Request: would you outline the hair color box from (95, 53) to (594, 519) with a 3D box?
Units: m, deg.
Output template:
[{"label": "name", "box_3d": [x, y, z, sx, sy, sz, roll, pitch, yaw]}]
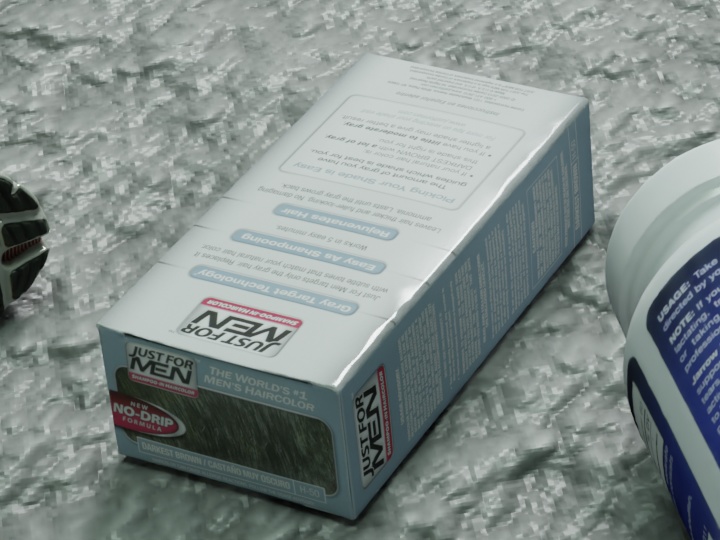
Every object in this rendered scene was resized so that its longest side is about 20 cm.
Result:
[{"label": "hair color box", "box_3d": [0.000, 0.000, 1.083, 0.099, 0.061, 0.200, 14, 38, 26]}]

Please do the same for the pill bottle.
[{"label": "pill bottle", "box_3d": [0.150, 0.046, 0.946, 0.116, 0.116, 0.200, -11, 36, -7]}]

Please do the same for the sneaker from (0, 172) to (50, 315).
[{"label": "sneaker", "box_3d": [-0.219, -0.005, 1.112, 0.200, 0.077, 0.085, -15, 31, -14]}]
